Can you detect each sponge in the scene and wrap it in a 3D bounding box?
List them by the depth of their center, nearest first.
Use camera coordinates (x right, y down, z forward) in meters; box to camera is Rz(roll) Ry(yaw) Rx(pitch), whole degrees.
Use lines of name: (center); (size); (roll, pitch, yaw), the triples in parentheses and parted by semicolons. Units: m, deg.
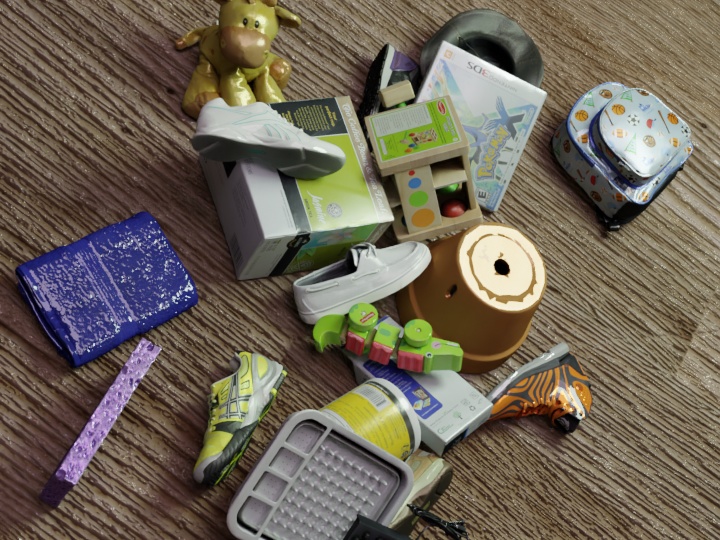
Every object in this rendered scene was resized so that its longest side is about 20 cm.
sponge: (-0.306, 0.179, 1.502); (0.030, 0.112, 0.200); (33, 56, -7)

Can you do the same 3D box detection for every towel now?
towel: (-0.320, 0.023, 1.621); (0.200, 0.050, 0.148); (-29, 85, -33)

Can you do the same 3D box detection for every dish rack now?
dish rack: (-0.050, 0.261, 1.502); (0.200, 0.044, 0.172); (34, 89, -29)

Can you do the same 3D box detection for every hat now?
hat: (0.182, -0.301, 1.987); (0.200, 0.081, 0.201); (3, 71, -9)

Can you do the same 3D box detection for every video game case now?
video game case: (0.161, -0.213, 1.907); (0.182, 0.022, 0.200); (24, 87, -12)

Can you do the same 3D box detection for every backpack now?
backpack: (0.402, -0.194, 1.991); (0.190, 0.154, 0.200); (40, 58, 13)

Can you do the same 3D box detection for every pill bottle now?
pill bottle: (-0.031, 0.225, 1.597); (0.200, 0.111, 0.111); (-27, 77, -30)

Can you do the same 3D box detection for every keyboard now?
keyboard: (0.063, 0.342, 1.551); (0.200, 0.021, 0.127); (31, 91, -35)

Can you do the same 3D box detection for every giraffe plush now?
giraffe plush: (-0.161, -0.313, 1.792); (0.172, 0.162, 0.200); (-8, 68, -26)

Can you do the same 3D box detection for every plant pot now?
plant pot: (0.167, 0.025, 1.772); (0.200, 0.140, 0.201); (10, 61, -19)

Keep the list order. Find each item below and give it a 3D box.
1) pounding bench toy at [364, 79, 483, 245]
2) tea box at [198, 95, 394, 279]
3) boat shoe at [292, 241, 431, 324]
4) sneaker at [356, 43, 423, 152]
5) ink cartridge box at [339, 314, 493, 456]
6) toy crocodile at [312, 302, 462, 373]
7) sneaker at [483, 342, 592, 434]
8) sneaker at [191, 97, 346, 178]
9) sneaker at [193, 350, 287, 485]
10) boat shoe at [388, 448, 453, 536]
pounding bench toy: (0.084, -0.157, 1.808); (0.124, 0.156, 0.200); (-15, 42, 0)
tea box: (-0.089, -0.113, 1.737); (0.196, 0.134, 0.200); (-9, 68, -26)
boat shoe: (0.000, 0.000, 1.724); (0.200, 0.072, 0.069); (-23, 118, -8)
sneaker: (0.050, -0.246, 1.906); (0.087, 0.076, 0.200); (27, 56, -16)
ink cartridge box: (0.071, 0.151, 1.703); (0.099, 0.039, 0.200); (-32, 61, -33)
toy crocodile: (0.036, 0.097, 1.676); (0.199, 0.068, 0.062); (16, 50, 6)
sneaker: (0.249, 0.184, 1.761); (0.200, 0.078, 0.112); (-28, 76, -32)
sneaker: (-0.113, -0.175, 1.638); (0.200, 0.070, 0.080); (13, 58, -14)
sneaker: (-0.165, 0.184, 1.593); (0.076, 0.075, 0.200); (29, 46, 2)
boat shoe: (0.032, 0.304, 1.619); (0.076, 0.072, 0.200); (30, 53, 26)
